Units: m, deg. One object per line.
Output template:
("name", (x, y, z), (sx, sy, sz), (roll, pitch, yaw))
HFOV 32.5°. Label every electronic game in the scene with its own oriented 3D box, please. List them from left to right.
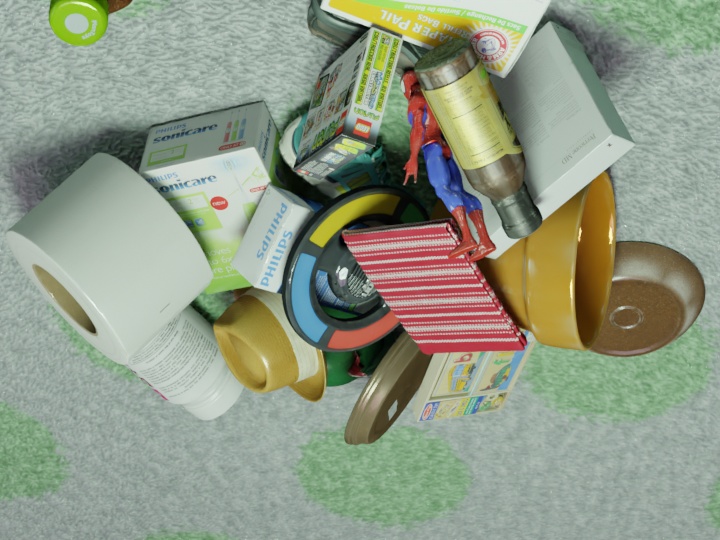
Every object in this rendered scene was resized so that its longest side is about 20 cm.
("electronic game", (0.000, 0.000, 1.371), (0.198, 0.042, 0.202), (-18, 124, -28))

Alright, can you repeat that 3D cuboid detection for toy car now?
("toy car", (-0.193, -0.316, 1.150), (0.197, 0.166, 0.159), (-4, 136, -3))

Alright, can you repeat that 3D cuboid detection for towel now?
("towel", (0.082, 0.021, 1.327), (0.143, 0.023, 0.201), (-5, 134, 38))

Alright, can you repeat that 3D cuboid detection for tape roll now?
("tape roll", (-0.286, -0.012, 1.407), (0.202, 0.139, 0.203), (39, 158, 19))

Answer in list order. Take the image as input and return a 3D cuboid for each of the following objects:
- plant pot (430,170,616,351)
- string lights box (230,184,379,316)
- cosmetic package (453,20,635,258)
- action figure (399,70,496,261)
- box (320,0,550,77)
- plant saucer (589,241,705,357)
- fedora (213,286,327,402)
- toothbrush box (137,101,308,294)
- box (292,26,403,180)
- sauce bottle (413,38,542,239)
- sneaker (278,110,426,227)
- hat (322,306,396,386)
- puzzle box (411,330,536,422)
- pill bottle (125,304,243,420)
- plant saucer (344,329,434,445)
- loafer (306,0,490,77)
("plant pot", (0.178, -0.020, 1.393), (0.181, 0.202, 0.202), (6, 138, 23))
("string lights box", (-0.038, -0.016, 1.403), (0.199, 0.059, 0.104), (18, 104, -43))
("cosmetic package", (0.168, -0.132, 1.279), (0.051, 0.152, 0.200), (13, 136, -45))
("action figure", (0.077, -0.107, 1.222), (0.051, 0.203, 0.065), (-27, 161, 37))
("box", (0.073, -0.285, 1.176), (0.197, 0.113, 0.102), (18, 135, -14))
("plant saucer", (0.331, 0.048, 1.542), (0.197, 0.037, 0.202), (4, 135, 4))
("fedora", (-0.122, 0.088, 1.524), (0.081, 0.201, 0.202), (-27, 144, -27))
("toothbrush box", (-0.147, -0.080, 1.429), (0.144, 0.087, 0.201), (-10, 132, 15))
("box", (-0.016, -0.163, 1.244), (0.034, 0.112, 0.200), (17, 171, -15))
("sauce bottle", (0.118, -0.122, 1.185), (0.064, 0.065, 0.201), (-17, 118, 23))
("sneaker", (0.002, -0.110, 1.394), (0.199, 0.078, 0.080), (32, 118, -26))
("hat", (-0.041, 0.139, 1.571), (0.163, 0.178, 0.201), (-8, 134, 13))
("puzzle box", (0.153, 0.123, 1.611), (0.131, 0.026, 0.201), (-5, 139, -20))
("pill bottle", (-0.244, 0.101, 1.602), (0.112, 0.114, 0.200), (-23, 129, 27))
("plant saucer", (0.047, 0.141, 1.559), (0.029, 0.200, 0.201), (33, 137, 14))
("loafer", (0.038, -0.236, 1.273), (0.198, 0.073, 0.063), (24, 154, -8))
